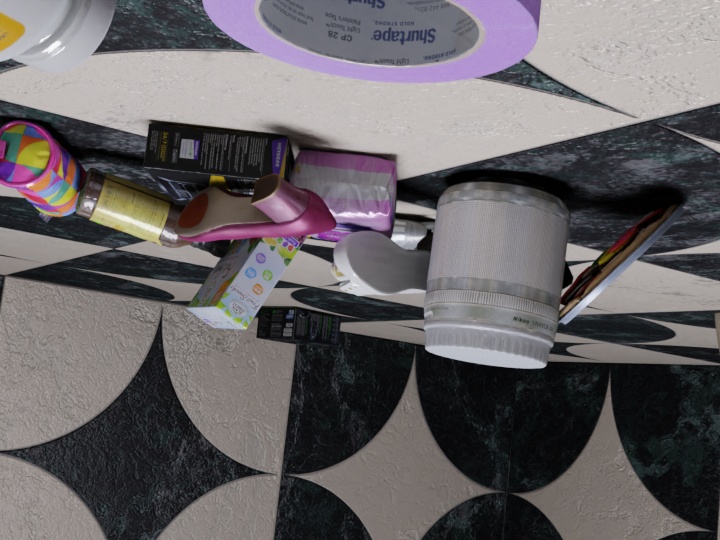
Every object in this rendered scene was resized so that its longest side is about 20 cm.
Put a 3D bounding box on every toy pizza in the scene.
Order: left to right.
[{"bbox_3d":[0.300,-0.013,1.231,0.032,0.200,0.200,46,177,9],"label":"toy pizza"}]

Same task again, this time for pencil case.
[{"bbox_3d":[-0.391,-0.120,1.276,0.087,0.090,0.200,7,171,-4],"label":"pencil case"}]

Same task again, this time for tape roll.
[{"bbox_3d":[0.009,-0.174,0.617,0.197,0.067,0.200,6,173,1],"label":"tape roll"}]

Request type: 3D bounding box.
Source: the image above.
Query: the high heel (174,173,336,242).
[{"bbox_3d":[-0.122,-0.050,1.159,0.198,0.068,0.096,-8,148,45],"label":"high heel"}]

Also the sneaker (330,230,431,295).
[{"bbox_3d":[0.000,0.000,1.273,0.114,0.075,0.199,-5,168,33],"label":"sneaker"}]

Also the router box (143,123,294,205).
[{"bbox_3d":[-0.156,-0.113,1.221,0.155,0.053,0.200,6,172,0],"label":"router box"}]

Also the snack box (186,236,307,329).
[{"bbox_3d":[-0.145,0.002,1.312,0.053,0.143,0.200,35,167,-14],"label":"snack box"}]

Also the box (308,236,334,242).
[{"bbox_3d":[-0.090,-0.081,1.423,0.197,0.050,0.160,8,174,-10],"label":"box"}]

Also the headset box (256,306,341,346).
[{"bbox_3d":[-0.176,0.168,3.088,0.198,0.094,0.173,14,169,-43],"label":"headset box"}]

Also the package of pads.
[{"bbox_3d":[-0.018,-0.083,1.244,0.119,0.077,0.200,9,172,3],"label":"package of pads"}]

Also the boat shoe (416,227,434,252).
[{"bbox_3d":[0.123,-0.035,1.416,0.074,0.074,0.199,-35,162,22],"label":"boat shoe"}]

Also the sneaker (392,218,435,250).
[{"bbox_3d":[0.087,-0.030,1.548,0.114,0.076,0.200,2,170,12],"label":"sneaker"}]

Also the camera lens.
[{"bbox_3d":[0.158,0.002,1.223,0.157,0.203,0.160,9,170,2],"label":"camera lens"}]

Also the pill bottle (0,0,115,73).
[{"bbox_3d":[-0.229,-0.183,0.576,0.111,0.115,0.199,2,171,27],"label":"pill bottle"}]

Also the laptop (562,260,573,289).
[{"bbox_3d":[0.201,0.023,1.392,0.176,0.104,0.200,-31,165,14],"label":"laptop"}]

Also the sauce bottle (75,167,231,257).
[{"bbox_3d":[-0.260,-0.067,1.330,0.198,0.066,0.065,22,167,-20],"label":"sauce bottle"}]

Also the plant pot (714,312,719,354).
[{"bbox_3d":[0.825,0.180,2.036,0.197,0.180,0.199,10,171,-21],"label":"plant pot"}]
